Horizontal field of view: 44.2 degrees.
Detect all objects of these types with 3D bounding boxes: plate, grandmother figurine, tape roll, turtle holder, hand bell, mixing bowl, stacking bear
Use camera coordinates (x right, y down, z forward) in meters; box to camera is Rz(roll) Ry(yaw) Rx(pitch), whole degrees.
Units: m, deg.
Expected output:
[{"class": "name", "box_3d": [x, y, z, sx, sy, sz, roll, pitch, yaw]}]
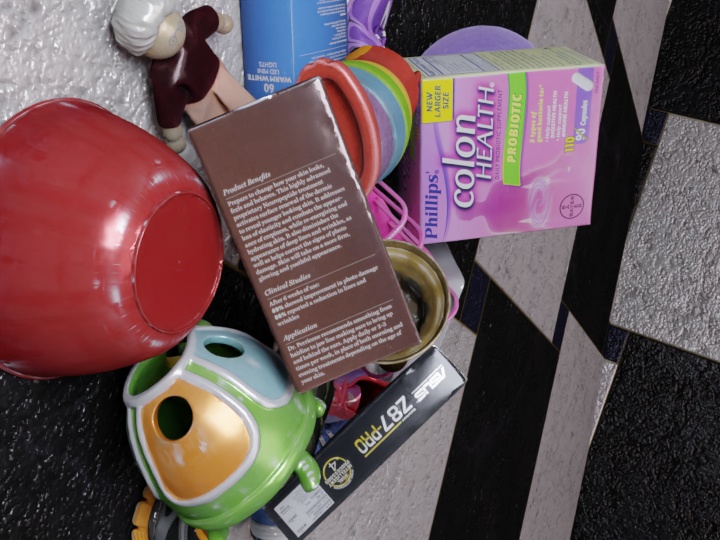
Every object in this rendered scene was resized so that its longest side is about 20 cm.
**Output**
[{"class": "plate", "box_3d": [0.060, 0.064, 1.057, 0.200, 0.032, 0.202, -102, -150, -70]}, {"class": "grandmother figurine", "box_3d": [-0.127, -0.154, 0.702, 0.200, 0.060, 0.123, 47, 49, -62]}, {"class": "tape roll", "box_3d": [0.152, -0.191, 1.096, 0.085, 0.198, 0.202, 7, 93, -65]}, {"class": "turtle holder", "box_3d": [-0.107, 0.101, 0.687, 0.132, 0.140, 0.186, 49, 35, -23]}, {"class": "hand bell", "box_3d": [0.025, 0.059, 0.796, 0.200, 0.103, 0.105, 82, 26, -69]}, {"class": "mixing bowl", "box_3d": [-0.165, -0.014, 0.616, 0.200, 0.107, 0.202, -34, 129, -57]}, {"class": "stacking bear", "box_3d": [-0.004, -0.137, 0.771, 0.114, 0.121, 0.200, 55, 32, -13]}]

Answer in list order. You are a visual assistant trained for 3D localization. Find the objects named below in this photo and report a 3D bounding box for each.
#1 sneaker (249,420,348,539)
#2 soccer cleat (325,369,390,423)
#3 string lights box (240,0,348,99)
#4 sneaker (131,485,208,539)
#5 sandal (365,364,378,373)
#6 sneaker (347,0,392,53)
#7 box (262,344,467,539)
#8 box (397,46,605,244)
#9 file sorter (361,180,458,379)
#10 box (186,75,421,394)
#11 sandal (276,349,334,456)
[{"class": "sneaker", "box_3d": [-0.055, 0.200, 0.950, 0.200, 0.075, 0.078, -53, 142, -51]}, {"class": "soccer cleat", "box_3d": [-0.045, 0.133, 0.916, 0.199, 0.076, 0.068, 2, 85, -53]}, {"class": "string lights box", "box_3d": [-0.058, -0.212, 0.819, 0.103, 0.058, 0.202, -34, 128, -56]}, {"class": "sneaker", "box_3d": [-0.128, 0.162, 0.788, 0.078, 0.077, 0.202, 48, 55, -57]}, {"class": "sandal", "box_3d": [0.007, 0.027, 1.054, 0.083, 0.049, 0.205, 72, 22, -68]}, {"class": "sneaker", "box_3d": [0.010, -0.210, 0.931, 0.081, 0.083, 0.202, 23, 78, -64]}, {"class": "box", "box_3d": [0.005, 0.156, 0.809, 0.200, 0.049, 0.161, -43, 174, -7]}, {"class": "box", "box_3d": [0.144, -0.137, 0.950, 0.097, 0.198, 0.178, -117, -157, -62]}, {"class": "file sorter", "box_3d": [0.000, 0.000, 0.879, 0.139, 0.125, 0.200, -43, 147, -4]}, {"class": "box", "box_3d": [-0.040, -0.026, 0.642, 0.075, 0.099, 0.202, -124, -167, -80]}, {"class": "sandal", "box_3d": [-0.054, 0.100, 0.795, 0.202, 0.057, 0.080, 101, 12, -45]}]
